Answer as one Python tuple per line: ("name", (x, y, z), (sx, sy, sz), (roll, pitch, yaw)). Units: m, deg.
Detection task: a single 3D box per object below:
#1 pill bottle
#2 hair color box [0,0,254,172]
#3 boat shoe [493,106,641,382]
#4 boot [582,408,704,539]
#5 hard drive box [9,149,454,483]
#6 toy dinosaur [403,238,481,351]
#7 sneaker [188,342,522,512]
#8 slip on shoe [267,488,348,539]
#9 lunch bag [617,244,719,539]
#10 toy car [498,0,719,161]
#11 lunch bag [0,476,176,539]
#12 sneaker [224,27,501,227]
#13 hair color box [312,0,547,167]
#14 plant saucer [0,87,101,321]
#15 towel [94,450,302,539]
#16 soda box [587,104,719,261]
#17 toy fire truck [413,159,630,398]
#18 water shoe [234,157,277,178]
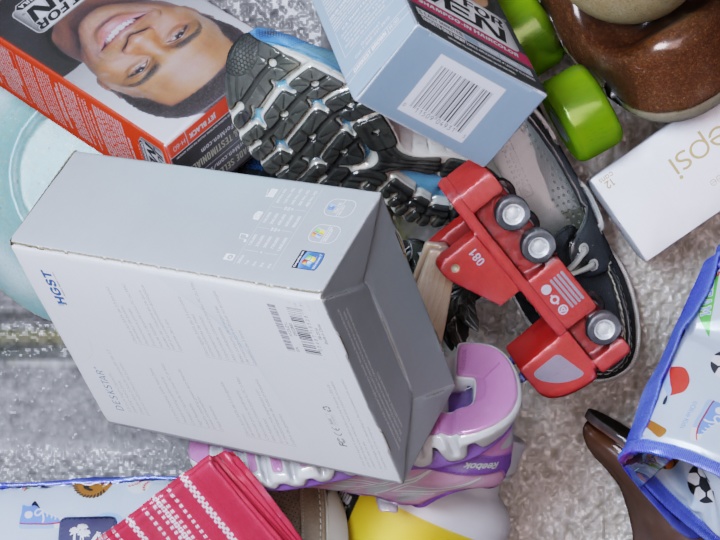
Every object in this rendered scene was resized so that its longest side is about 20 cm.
("pill bottle", (0.023, 0.179, 1.343), (0.112, 0.112, 0.200), (24, 93, 4))
("hair color box", (-0.141, -0.127, 1.313), (0.200, 0.061, 0.101), (32, 63, 32))
("boat shoe", (0.115, -0.021, 1.355), (0.075, 0.060, 0.200), (-29, 89, 5))
("boot", (0.148, 0.213, 1.361), (0.186, 0.064, 0.200), (44, 99, 1))
("hard drive box", (-0.068, 0.024, 1.184), (0.200, 0.156, 0.077), (9, 51, 28))
("toy dinosaur", (0.000, 0.000, 1.327), (0.135, 0.102, 0.200), (25, 91, -16))
("sneaker", (0.002, 0.103, 1.256), (0.200, 0.089, 0.081), (-8, 51, 13))
("slip on shoe", (-0.052, 0.127, 1.321), (0.060, 0.076, 0.200), (18, 50, -28))
("lunch bag", (0.266, 0.094, 1.291), (0.200, 0.124, 0.170), (30, 62, -2))
("toy car", (0.149, -0.193, 1.261), (0.164, 0.200, 0.158), (-30, 50, 0))
("lunch bag", (-0.159, 0.228, 1.346), (0.170, 0.124, 0.201), (-3, 91, 3))
("sneaker", (-0.006, -0.095, 1.277), (0.078, 0.200, 0.090), (-37, 49, 27))
("hair color box", (0.027, -0.156, 1.265), (0.099, 0.200, 0.061), (25, 117, -33))
("plant saucer", (-0.167, -0.060, 1.389), (0.200, 0.039, 0.202), (0, 92, 5))
("towel", (-0.105, 0.206, 1.244), (0.200, 0.022, 0.145), (-37, 97, 21))
("soda box", (0.238, -0.087, 1.339), (0.200, 0.068, 0.064), (-35, 88, 5))
("toy fire truck", (0.047, 0.012, 1.260), (0.141, 0.049, 0.200), (-38, 108, 5))
("water shoe", (-0.084, -0.061, 1.339), (0.079, 0.200, 0.072), (6, 127, 41))
